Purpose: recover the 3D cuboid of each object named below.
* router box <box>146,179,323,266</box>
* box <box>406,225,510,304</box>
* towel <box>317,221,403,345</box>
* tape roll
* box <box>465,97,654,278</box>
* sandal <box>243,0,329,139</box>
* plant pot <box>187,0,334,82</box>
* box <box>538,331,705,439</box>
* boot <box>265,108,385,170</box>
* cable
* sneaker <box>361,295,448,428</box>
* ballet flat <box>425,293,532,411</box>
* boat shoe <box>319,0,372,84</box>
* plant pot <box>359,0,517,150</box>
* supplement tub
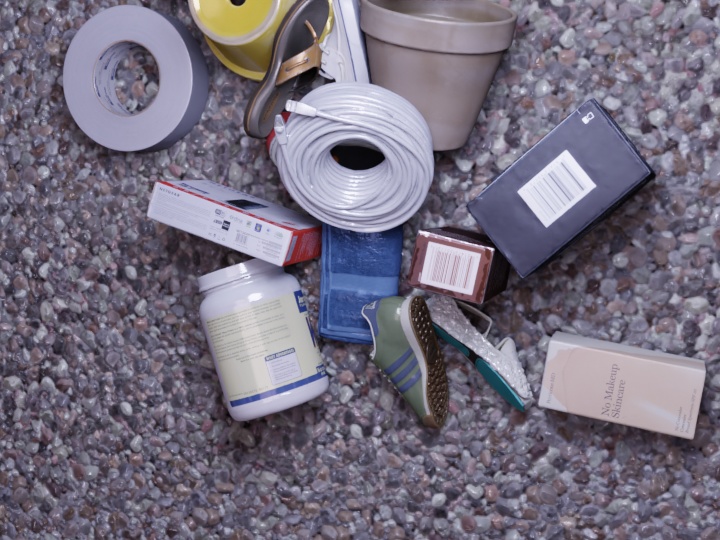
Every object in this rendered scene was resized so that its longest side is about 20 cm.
[{"bbox_3d":[-0.159,-0.067,1.598,0.198,0.179,0.049,20,100,12],"label":"router box"},{"bbox_3d":[0.132,-0.010,1.513,0.099,0.200,0.076,14,95,13],"label":"box"},{"bbox_3d":[0.000,0.000,1.611,0.110,0.049,0.203,8,107,13],"label":"towel"},{"bbox_3d":[-0.316,-0.269,1.684,0.198,0.066,0.203,1,95,14],"label":"tape roll"},{"bbox_3d":[0.253,-0.100,1.473,0.196,0.200,0.118,-40,83,15],"label":"box"},{"bbox_3d":[-0.084,-0.252,1.504,0.054,0.082,0.202,31,98,23],"label":"sandal"},{"bbox_3d":[-0.134,-0.350,1.565,0.198,0.189,0.204,1,96,15],"label":"plant pot"},{"bbox_3d":[0.336,0.146,1.533,0.198,0.078,0.096,9,98,14],"label":"box"},{"bbox_3d":[-0.041,-0.172,1.616,0.198,0.145,0.073,13,114,-24],"label":"boot"},{"bbox_3d":[-0.006,-0.139,1.486,0.197,0.070,0.201,5,133,3],"label":"cable"},{"bbox_3d":[0.057,0.119,1.597,0.089,0.067,0.202,2,122,29],"label":"sneaker"},{"bbox_3d":[0.164,0.098,1.585,0.200,0.072,0.072,42,103,8],"label":"ballet flat"},{"bbox_3d":[-0.025,-0.275,1.562,0.069,0.071,0.201,-6,132,6],"label":"boat shoe"},{"bbox_3d":[0.092,-0.254,1.526,0.198,0.200,0.176,11,114,14],"label":"plant pot"},{"bbox_3d":[-0.136,0.089,1.622,0.143,0.145,0.202,-17,90,16],"label":"supplement tub"}]
